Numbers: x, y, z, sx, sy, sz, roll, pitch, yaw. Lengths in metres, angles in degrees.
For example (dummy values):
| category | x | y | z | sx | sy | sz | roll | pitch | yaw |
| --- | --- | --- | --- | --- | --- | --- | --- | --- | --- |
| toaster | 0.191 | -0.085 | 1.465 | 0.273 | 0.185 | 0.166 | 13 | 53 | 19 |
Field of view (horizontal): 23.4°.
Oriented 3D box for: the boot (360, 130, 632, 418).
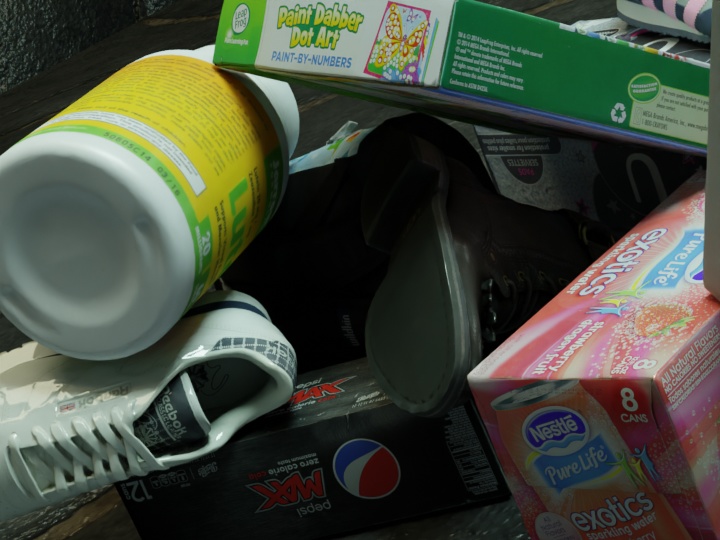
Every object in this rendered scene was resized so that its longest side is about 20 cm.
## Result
| category | x | y | z | sx | sy | sz | roll | pitch | yaw |
| --- | --- | --- | --- | --- | --- | --- | --- | --- | --- |
| boot | 0.091 | 0.015 | 0.825 | 0.069 | 0.174 | 0.200 | -56 | 22 | 32 |

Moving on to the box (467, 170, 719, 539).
| category | x | y | z | sx | sy | sz | roll | pitch | yaw |
| --- | --- | --- | --- | --- | --- | --- | --- | --- | --- |
| box | 0.153 | 0.036 | 0.758 | 0.103 | 0.095 | 0.200 | -3 | 26 | 46 |

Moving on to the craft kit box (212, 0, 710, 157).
| category | x | y | z | sx | sy | sz | roll | pitch | yaw |
| --- | --- | --- | --- | --- | --- | --- | --- | --- | --- |
| craft kit box | 0.062 | -0.095 | 0.845 | 0.200 | 0.049 | 0.197 | 9 | 1 | -35 |

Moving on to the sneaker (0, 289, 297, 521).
| category | x | y | z | sx | sy | sz | roll | pitch | yaw |
| --- | --- | --- | --- | --- | --- | --- | --- | --- | --- |
| sneaker | -0.127 | 0.073 | 0.839 | 0.200 | 0.076 | 0.081 | -27 | 27 | -5 |

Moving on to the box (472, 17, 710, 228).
| category | x | y | z | sx | sy | sz | roll | pitch | yaw |
| --- | --- | --- | --- | --- | --- | --- | --- | --- | --- |
| box | 0.172 | -0.073 | 0.992 | 0.115 | 0.132 | 0.200 | -32 | 20 | -30 |

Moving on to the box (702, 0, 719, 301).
| category | x | y | z | sx | sy | sz | roll | pitch | yaw |
| --- | --- | --- | --- | --- | --- | --- | --- | --- | --- |
| box | 0.253 | -0.042 | 0.601 | 0.199 | 0.172 | 0.200 | -15 | 33 | -17 |

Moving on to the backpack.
| category | x | y | z | sx | sy | sz | roll | pitch | yaw |
| --- | --- | --- | --- | --- | --- | --- | --- | --- | --- |
| backpack | 0.000 | 0.000 | 0.993 | 0.200 | 0.163 | 0.154 | -18 | 8 | 39 |

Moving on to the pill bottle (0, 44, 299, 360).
| category | x | y | z | sx | sy | sz | roll | pitch | yaw |
| --- | --- | --- | --- | --- | --- | --- | --- | --- | --- |
| pill bottle | -0.101 | -0.046 | 0.873 | 0.111 | 0.111 | 0.200 | -15 | 18 | 25 |

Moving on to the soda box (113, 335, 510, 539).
| category | x | y | z | sx | sy | sz | roll | pitch | yaw |
| --- | --- | --- | --- | --- | --- | --- | --- | --- | --- |
| soda box | -0.019 | 0.090 | 0.869 | 0.200 | 0.063 | 0.071 | -15 | 18 | 22 |

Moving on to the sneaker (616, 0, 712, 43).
| category | x | y | z | sx | sy | sz | roll | pitch | yaw |
| --- | --- | --- | --- | --- | --- | --- | --- | --- | --- |
| sneaker | 0.185 | -0.167 | 0.904 | 0.070 | 0.082 | 0.200 | -26 | 22 | -20 |
